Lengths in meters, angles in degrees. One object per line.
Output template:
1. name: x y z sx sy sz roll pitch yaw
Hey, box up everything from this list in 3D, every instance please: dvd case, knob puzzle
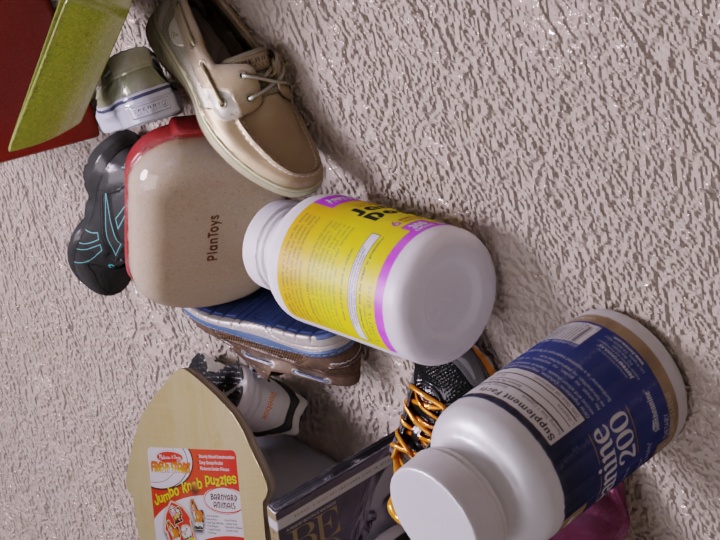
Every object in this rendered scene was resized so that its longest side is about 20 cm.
1. dvd case: -0.006 0.240 1.661 0.016 0.149 0.200 35 142 42
2. knob puzzle: -0.134 0.183 1.702 0.220 0.030 0.220 8 101 47

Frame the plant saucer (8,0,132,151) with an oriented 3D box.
1. plant saucer: -0.207 -0.213 1.533 0.048 0.200 0.200 20 141 -11

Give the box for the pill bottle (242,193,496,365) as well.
1. pill bottle: 0.000 0.000 1.485 0.200 0.104 0.104 18 131 46

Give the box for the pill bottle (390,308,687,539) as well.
1. pill bottle: 0.119 0.118 1.332 0.111 0.200 0.111 35 142 33

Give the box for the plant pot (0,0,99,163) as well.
1. plant pot: -0.378 -0.196 1.768 0.200 0.200 0.176 16 117 47

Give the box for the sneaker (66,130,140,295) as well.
1. sneaker: -0.214 -0.035 1.778 0.079 0.075 0.200 41 145 21

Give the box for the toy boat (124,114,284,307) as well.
1. toy boat: -0.136 -0.065 1.627 0.200 0.130 0.131 97 161 -45

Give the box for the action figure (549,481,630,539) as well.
1. action figure: 0.166 0.235 1.435 0.134 0.149 0.200 -30 79 52

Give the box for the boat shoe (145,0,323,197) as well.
1. boat shoe: -0.092 -0.144 1.519 0.200 0.072 0.065 54 137 17

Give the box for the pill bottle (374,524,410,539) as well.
1. pill bottle: 0.090 0.298 1.614 0.200 0.112 0.112 29 139 37

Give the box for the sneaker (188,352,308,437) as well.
1. sneaker: -0.113 0.123 1.781 0.080 0.074 0.200 21 175 -22

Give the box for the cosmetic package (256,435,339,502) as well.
1. cosmetic package: -0.066 0.268 1.796 0.200 0.123 0.199 24 135 44

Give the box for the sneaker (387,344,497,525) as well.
1. sneaker: 0.060 0.125 1.539 0.078 0.077 0.200 33 139 37

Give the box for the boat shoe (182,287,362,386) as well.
1. boat shoe: -0.078 0.058 1.673 0.200 0.072 0.072 17 132 46

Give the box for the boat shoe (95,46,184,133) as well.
1. boat shoe: -0.181 -0.151 1.606 0.200 0.072 0.062 -168 62 -76
